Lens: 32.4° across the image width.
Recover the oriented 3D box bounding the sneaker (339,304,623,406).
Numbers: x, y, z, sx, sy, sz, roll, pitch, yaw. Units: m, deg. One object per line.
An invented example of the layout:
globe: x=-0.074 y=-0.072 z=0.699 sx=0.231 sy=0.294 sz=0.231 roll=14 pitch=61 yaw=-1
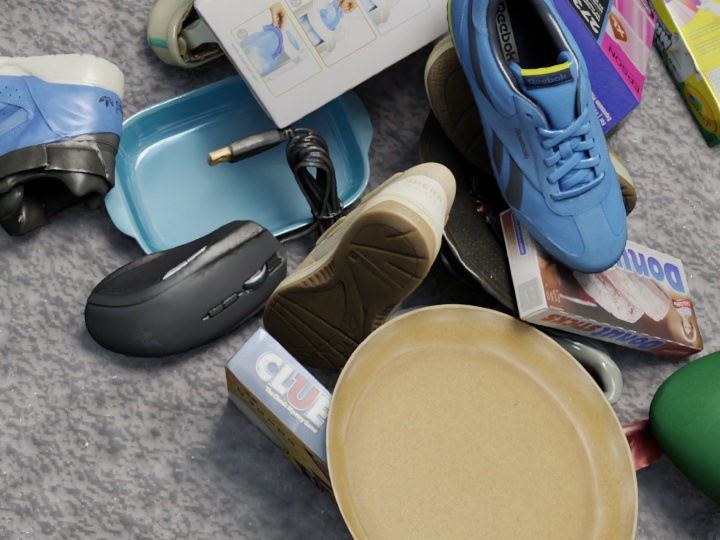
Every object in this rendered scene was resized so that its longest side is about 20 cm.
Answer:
sneaker: x=0.085 y=0.063 z=0.831 sx=0.196 sy=0.099 sz=0.080 roll=0 pitch=88 yaw=-6

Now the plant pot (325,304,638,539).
plant pot: x=0.070 y=0.116 z=0.725 sx=0.197 sy=0.028 sz=0.203 roll=10 pitch=58 yaw=-16

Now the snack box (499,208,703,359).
snack box: x=0.166 y=0.011 z=0.832 sx=0.198 sy=0.024 sz=0.073 roll=15 pitch=58 yaw=-46

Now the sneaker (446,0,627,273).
sneaker: x=0.107 y=-0.082 z=0.708 sx=0.065 sy=0.078 sz=0.202 roll=-26 pitch=107 yaw=-2

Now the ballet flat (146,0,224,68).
ballet flat: x=-0.062 y=-0.204 z=0.907 sx=0.198 sy=0.070 sz=0.070 roll=-30 pitch=79 yaw=-10

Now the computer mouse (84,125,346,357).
computer mouse: x=-0.092 y=-0.012 z=0.817 sx=0.197 sy=0.142 sz=0.046 roll=-20 pitch=41 yaw=-11

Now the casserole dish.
casserole dish: x=-0.086 y=-0.073 z=0.886 sx=0.197 sy=0.039 sz=0.123 roll=-21 pitch=78 yaw=-11

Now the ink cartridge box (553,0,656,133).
ink cartridge box: x=0.150 y=-0.160 z=0.818 sx=0.095 sy=0.037 sz=0.201 roll=50 pitch=35 yaw=-16

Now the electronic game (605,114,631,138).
electronic game: x=0.138 y=-0.189 z=0.907 sx=0.197 sy=0.041 sz=0.204 roll=11 pitch=72 yaw=-34

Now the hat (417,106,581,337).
hat: x=0.089 y=-0.028 z=0.859 sx=0.199 sy=0.081 sz=0.203 roll=28 pitch=44 yaw=-30

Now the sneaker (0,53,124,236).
sneaker: x=-0.259 y=-0.081 z=0.840 sx=0.196 sy=0.077 sz=0.113 roll=-2 pitch=73 yaw=1

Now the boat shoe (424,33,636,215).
boat shoe: x=0.108 y=-0.101 z=0.816 sx=0.071 sy=0.199 sz=0.077 roll=-28 pitch=46 yaw=26

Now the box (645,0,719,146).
box: x=0.279 y=-0.211 z=0.962 sx=0.116 sy=0.048 sz=0.203 roll=-22 pitch=80 yaw=-12

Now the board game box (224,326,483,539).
board game box: x=-0.004 y=0.129 z=0.788 sx=0.200 sy=0.136 sz=0.035 roll=44 pitch=76 yaw=6

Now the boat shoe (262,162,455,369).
boat shoe: x=0.000 y=0.000 z=0.793 sx=0.072 sy=0.200 sz=0.065 roll=38 pitch=52 yaw=-4

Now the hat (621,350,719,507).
hat: x=0.207 y=0.077 z=0.825 sx=0.174 sy=0.167 sz=0.201 roll=28 pitch=57 yaw=13

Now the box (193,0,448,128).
box: x=0.003 y=-0.201 z=0.792 sx=0.198 sy=0.102 sz=0.113 roll=-28 pitch=33 yaw=13
